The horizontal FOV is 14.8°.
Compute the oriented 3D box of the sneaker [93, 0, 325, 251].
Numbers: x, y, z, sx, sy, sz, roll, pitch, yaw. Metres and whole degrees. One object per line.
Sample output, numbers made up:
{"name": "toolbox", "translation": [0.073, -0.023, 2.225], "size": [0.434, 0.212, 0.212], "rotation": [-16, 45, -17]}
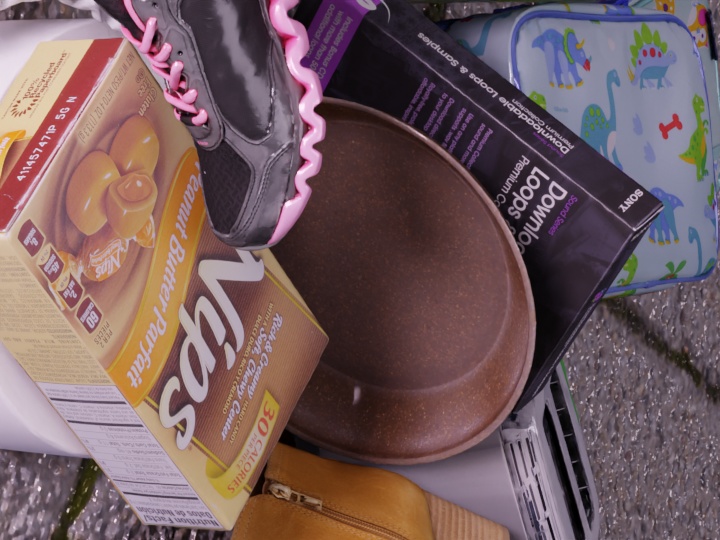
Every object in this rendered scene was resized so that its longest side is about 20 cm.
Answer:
{"name": "sneaker", "translation": [-0.071, -0.105, 1.160], "size": [0.095, 0.079, 0.200], "rotation": [-10, 101, -30]}

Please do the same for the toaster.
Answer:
{"name": "toaster", "translation": [0.048, 0.110, 1.453], "size": [0.114, 0.129, 0.200], "rotation": [-72, 149, -59]}

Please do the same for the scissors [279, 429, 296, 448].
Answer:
{"name": "scissors", "translation": [-0.056, 0.076, 1.425], "size": [0.073, 0.014, 0.200], "rotation": [-53, 134, -35]}

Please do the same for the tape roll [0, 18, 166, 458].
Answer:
{"name": "tape roll", "translation": [-0.136, -0.014, 1.262], "size": [0.202, 0.071, 0.203], "rotation": [-5, 96, -54]}

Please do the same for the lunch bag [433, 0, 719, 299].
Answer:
{"name": "lunch bag", "translation": [0.112, -0.063, 1.459], "size": [0.200, 0.082, 0.161], "rotation": [-7, 90, -54]}

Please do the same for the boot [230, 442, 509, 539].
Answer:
{"name": "boot", "translation": [-0.003, 0.174, 1.320], "size": [0.201, 0.144, 0.071], "rotation": [-85, -164, -47]}

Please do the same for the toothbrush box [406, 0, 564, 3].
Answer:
{"name": "toothbrush box", "translation": [0.055, -0.179, 1.403], "size": [0.146, 0.200, 0.086], "rotation": [-9, 100, -54]}

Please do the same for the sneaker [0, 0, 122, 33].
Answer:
{"name": "sneaker", "translation": [-0.127, -0.148, 1.210], "size": [0.200, 0.081, 0.075], "rotation": [2, 121, -31]}

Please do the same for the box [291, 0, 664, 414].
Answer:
{"name": "box", "translation": [0.035, -0.040, 1.349], "size": [0.036, 0.200, 0.143], "rotation": [-42, 166, -46]}

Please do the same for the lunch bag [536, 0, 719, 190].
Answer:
{"name": "lunch bag", "translation": [0.147, -0.085, 1.639], "size": [0.200, 0.077, 0.161], "rotation": [-30, 116, -48]}

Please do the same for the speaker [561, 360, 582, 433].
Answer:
{"name": "speaker", "translation": [0.059, 0.041, 1.522], "size": [0.088, 0.088, 0.200], "rotation": [-54, 132, -37]}

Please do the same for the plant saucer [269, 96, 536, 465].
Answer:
{"name": "plant saucer", "translation": [0.000, 0.000, 1.343], "size": [0.037, 0.200, 0.201], "rotation": [-46, 128, -51]}

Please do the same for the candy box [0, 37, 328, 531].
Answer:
{"name": "candy box", "translation": [-0.098, 0.008, 1.209], "size": [0.200, 0.055, 0.116], "rotation": [56, 48, -38]}
